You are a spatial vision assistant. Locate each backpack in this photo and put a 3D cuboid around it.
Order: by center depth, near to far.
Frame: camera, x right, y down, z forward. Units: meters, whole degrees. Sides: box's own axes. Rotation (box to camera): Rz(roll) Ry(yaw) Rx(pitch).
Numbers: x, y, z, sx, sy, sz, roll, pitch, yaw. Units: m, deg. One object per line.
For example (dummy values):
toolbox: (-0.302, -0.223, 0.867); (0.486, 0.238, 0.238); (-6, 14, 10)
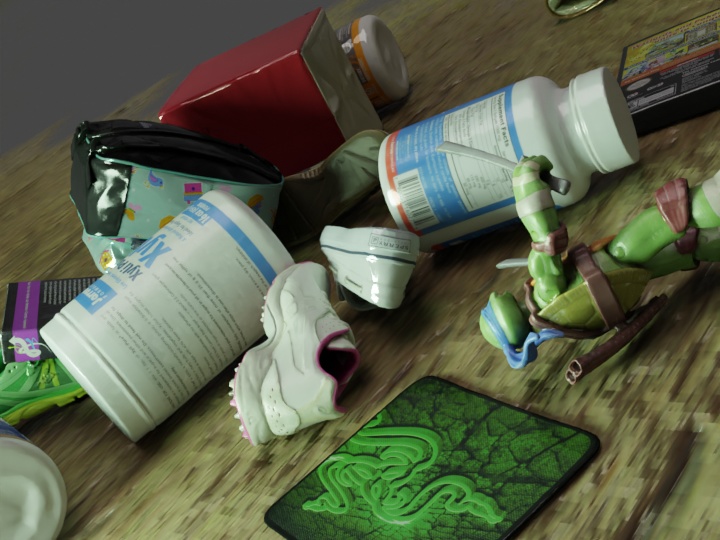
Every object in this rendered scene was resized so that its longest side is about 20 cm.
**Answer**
backpack: (-0.180, -0.066, 1.136); (0.199, 0.154, 0.176); (-1, 17, -22)

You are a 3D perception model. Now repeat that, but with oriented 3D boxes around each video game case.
video game case: (0.329, -0.197, 1.034); (0.200, 0.026, 0.181); (-19, 25, 28)

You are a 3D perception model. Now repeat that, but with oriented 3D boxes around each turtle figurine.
turtle figurine: (0.158, -0.037, 0.753); (0.193, 0.144, 0.200); (-20, 27, 14)

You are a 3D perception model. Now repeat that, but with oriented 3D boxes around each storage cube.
storage cube: (-0.095, -0.170, 1.313); (0.179, 0.171, 0.200); (-21, 23, 17)

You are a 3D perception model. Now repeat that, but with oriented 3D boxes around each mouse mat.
mouse mat: (0.037, 0.133, 0.720); (0.161, 0.008, 0.200); (-39, 23, -20)

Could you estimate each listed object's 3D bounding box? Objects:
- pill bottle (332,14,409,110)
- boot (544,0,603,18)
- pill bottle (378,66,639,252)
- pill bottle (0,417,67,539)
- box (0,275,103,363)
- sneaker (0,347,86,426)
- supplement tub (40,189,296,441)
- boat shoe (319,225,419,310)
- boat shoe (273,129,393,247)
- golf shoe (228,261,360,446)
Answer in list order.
pill bottle: (-0.047, -0.240, 1.473); (0.200, 0.117, 0.116); (-21, 24, 22)
boot: (0.324, -0.399, 1.424); (0.175, 0.066, 0.200); (-31, 18, 33)
pill bottle: (0.125, -0.095, 0.957); (0.200, 0.112, 0.112); (-19, 25, 24)
pill bottle: (-0.325, 0.173, 0.943); (0.111, 0.111, 0.200); (-40, 24, -22)
box: (-0.244, 0.041, 1.114); (0.199, 0.036, 0.143); (-6, 19, -12)
sneaker: (-0.313, 0.091, 1.130); (0.200, 0.084, 0.074); (-26, 19, -15)
supplement tub: (-0.160, 0.037, 0.993); (0.200, 0.132, 0.132); (-41, 24, -17)
boat shoe: (0.000, 0.000, 0.961); (0.073, 0.067, 0.200); (11, -2, -6)
boat shoe: (-0.031, -0.081, 1.191); (0.201, 0.072, 0.066); (-32, -11, 30)
golf shoe: (-0.036, 0.059, 0.900); (0.091, 0.075, 0.200); (-10, 34, 18)
